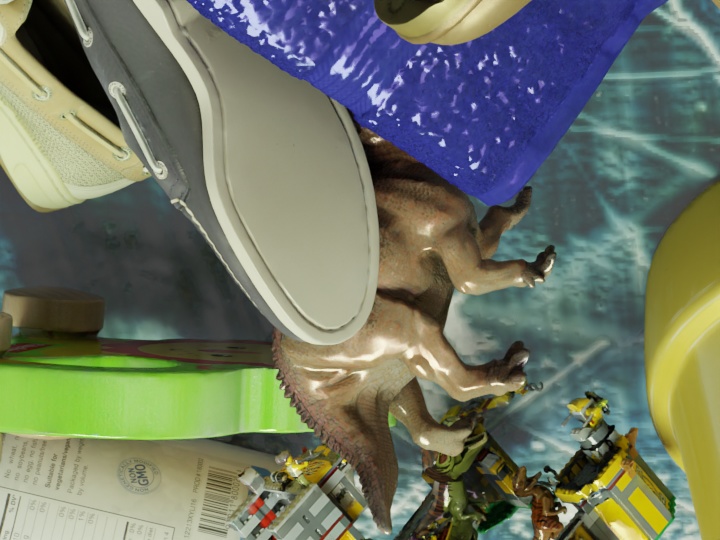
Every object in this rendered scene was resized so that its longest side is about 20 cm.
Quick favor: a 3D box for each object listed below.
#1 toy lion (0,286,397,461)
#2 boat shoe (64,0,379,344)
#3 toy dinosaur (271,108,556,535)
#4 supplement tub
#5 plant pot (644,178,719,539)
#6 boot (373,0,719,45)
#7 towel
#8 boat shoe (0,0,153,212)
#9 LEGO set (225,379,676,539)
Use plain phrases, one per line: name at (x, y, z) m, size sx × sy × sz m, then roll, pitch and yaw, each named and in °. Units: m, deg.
toy lion at (-0.081, 0.048, 0.945) m, size 0.190 × 0.069 × 0.200 m, roll 4°, pitch -177°, yaw 12°
boat shoe at (-0.057, -0.062, 0.834) m, size 0.063 × 0.072 × 0.201 m, roll -19°, pitch 99°, yaw 51°
toy dinosaur at (0.000, 0.000, 0.883) m, size 0.134 × 0.202 × 0.086 m, roll 18°, pitch 168°, yaw -10°
supplement tub at (-0.134, 0.134, 1.070) m, size 0.198 × 0.133 × 0.132 m, roll 14°, pitch 139°, yaw -6°
plant pot at (0.214, 0.078, 0.906) m, size 0.199 × 0.190 × 0.202 m, roll 5°, pitch 139°, yaw 4°
boot at (0.126, -0.098, 0.762) m, size 0.200 × 0.066 × 0.175 m, roll 38°, pitch 95°, yaw -30°
towel at (0.018, -0.129, 0.792) m, size 0.199 × 0.050 × 0.148 m, roll 31°, pitch 109°, yaw -25°
boat shoe at (-0.131, -0.098, 0.851) m, size 0.063 × 0.074 × 0.201 m, roll -12°, pitch 139°, yaw 11°
LEGO set at (0.030, 0.100, 0.971) m, size 0.116 × 0.154 × 0.200 m, roll 49°, pitch 168°, yaw -16°
